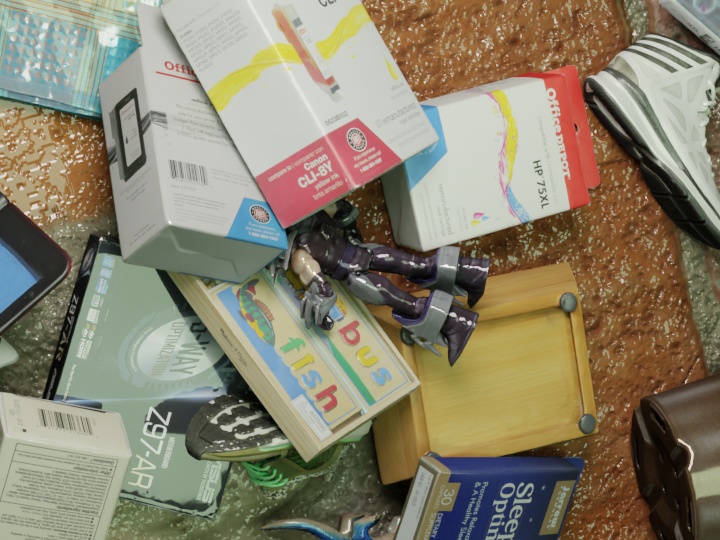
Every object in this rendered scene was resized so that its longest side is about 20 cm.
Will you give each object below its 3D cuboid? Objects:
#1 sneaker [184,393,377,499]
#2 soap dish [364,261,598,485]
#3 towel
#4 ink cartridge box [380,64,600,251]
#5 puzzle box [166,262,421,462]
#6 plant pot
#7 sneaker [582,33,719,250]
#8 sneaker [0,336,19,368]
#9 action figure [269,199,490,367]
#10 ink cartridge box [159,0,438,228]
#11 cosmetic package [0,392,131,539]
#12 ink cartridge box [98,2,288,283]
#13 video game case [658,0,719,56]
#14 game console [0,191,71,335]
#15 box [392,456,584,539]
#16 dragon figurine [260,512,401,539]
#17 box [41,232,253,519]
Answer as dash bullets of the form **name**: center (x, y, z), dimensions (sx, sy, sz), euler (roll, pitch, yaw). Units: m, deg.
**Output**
- **sneaker**: center (-0.067, 0.151, 1.669), dimensions (0.200, 0.077, 0.089), euler (-2, 114, -49)
- **soap dish**: center (0.105, 0.088, 1.749), dimensions (0.200, 0.081, 0.158), euler (-11, 99, -17)
- **towel**: center (-0.223, -0.223, 1.631), dimensions (0.146, 0.022, 0.200), euler (11, 91, -21)
- **ink cartridge box**: center (0.118, -0.098, 1.742), dimensions (0.200, 0.067, 0.116), euler (-17, 101, -18)
- **puzzle box**: center (-0.053, 0.042, 1.648), dimensions (0.133, 0.025, 0.200), euler (-31, 81, -44)
- **plant pot**: center (0.352, 0.161, 1.797), dimensions (0.198, 0.200, 0.201), euler (-11, 99, -10)
- **sneaker**: center (0.294, -0.120, 1.799), dimensions (0.115, 0.076, 0.201), euler (-41, 104, -10)
- **sneaker**: center (-0.330, 0.133, 1.599), dimensions (0.088, 0.074, 0.200), euler (28, 86, -18)
- **action figure**: center (0.000, 0.000, 1.651), dimensions (0.200, 0.069, 0.130), euler (22, 54, -4)
- **ink cartridge box**: center (-0.046, -0.153, 1.613), dimensions (0.200, 0.083, 0.145), euler (60, 36, -2)
- **cosmetic package**: center (-0.255, 0.203, 1.601), dimensions (0.105, 0.071, 0.200), euler (13, 111, -20)
- **ink cartridge box**: center (-0.134, -0.099, 1.610), dimensions (0.116, 0.068, 0.200), euler (12, 56, -38)
- **video game case**: center (0.373, -0.261, 1.821), dimensions (0.182, 0.023, 0.200), euler (37, 71, -19)
- **game console**: center (-0.351, -0.008, 1.554), dimensions (0.200, 0.119, 0.172), euler (-42, 107, -12)
- **box**: center (0.112, 0.215, 1.727), dimensions (0.200, 0.032, 0.121), euler (3, 110, -43)
- **dragon figurine**: center (0.014, 0.255, 1.732), dimensions (0.200, 0.059, 0.100), euler (7, 81, -34)
- **box**: center (-0.168, 0.087, 1.670), dimensions (0.160, 0.044, 0.200), euler (17, 89, -20)
